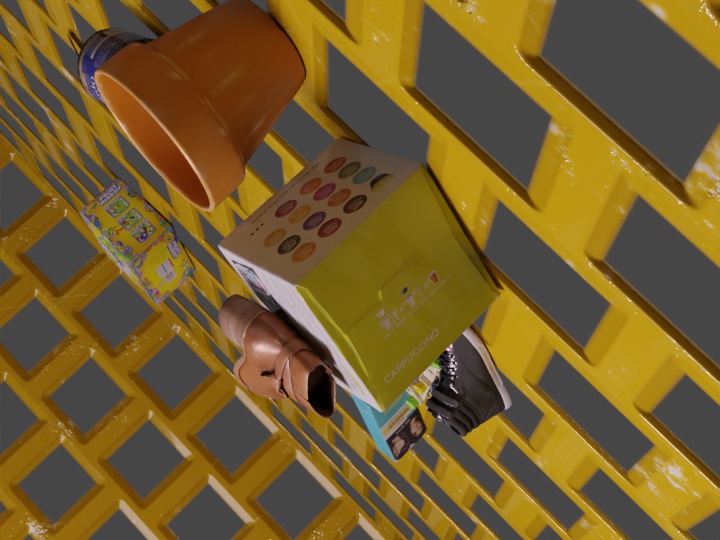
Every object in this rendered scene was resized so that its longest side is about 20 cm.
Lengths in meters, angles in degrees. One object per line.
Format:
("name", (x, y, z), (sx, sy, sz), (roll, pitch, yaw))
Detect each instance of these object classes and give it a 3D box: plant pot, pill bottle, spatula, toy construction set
("plant pot", (-0.167, -0.202, 1.488), (0.200, 0.183, 0.201), (44, 166, 14))
("pill bottle", (-0.319, -0.278, 1.877), (0.199, 0.112, 0.112), (27, 156, 54))
("spatula", (-0.449, -0.329, 2.298), (0.200, 0.021, 0.057), (49, 178, -13))
("toy construction set", (0.080, 0.136, 1.869), (0.131, 0.092, 0.200), (44, 176, 13))

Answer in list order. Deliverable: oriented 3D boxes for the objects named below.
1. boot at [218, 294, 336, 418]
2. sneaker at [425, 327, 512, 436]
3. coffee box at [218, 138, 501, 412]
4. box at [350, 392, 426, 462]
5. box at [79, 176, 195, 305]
("boot", (-0.080, 0.124, 1.524), (0.154, 0.074, 0.201), (34, 164, 33))
("sneaker", (0.119, 0.137, 1.719), (0.070, 0.099, 0.201), (27, 154, 56))
("coffee box", (0.000, 0.000, 1.500), (0.197, 0.199, 0.201), (25, 153, 56))
("box", (0.049, 0.238, 2.218), (0.049, 0.082, 0.201), (36, 162, 34))
("box", (-0.492, -0.063, 2.919), (0.192, 0.122, 0.201), (40, 165, 26))
